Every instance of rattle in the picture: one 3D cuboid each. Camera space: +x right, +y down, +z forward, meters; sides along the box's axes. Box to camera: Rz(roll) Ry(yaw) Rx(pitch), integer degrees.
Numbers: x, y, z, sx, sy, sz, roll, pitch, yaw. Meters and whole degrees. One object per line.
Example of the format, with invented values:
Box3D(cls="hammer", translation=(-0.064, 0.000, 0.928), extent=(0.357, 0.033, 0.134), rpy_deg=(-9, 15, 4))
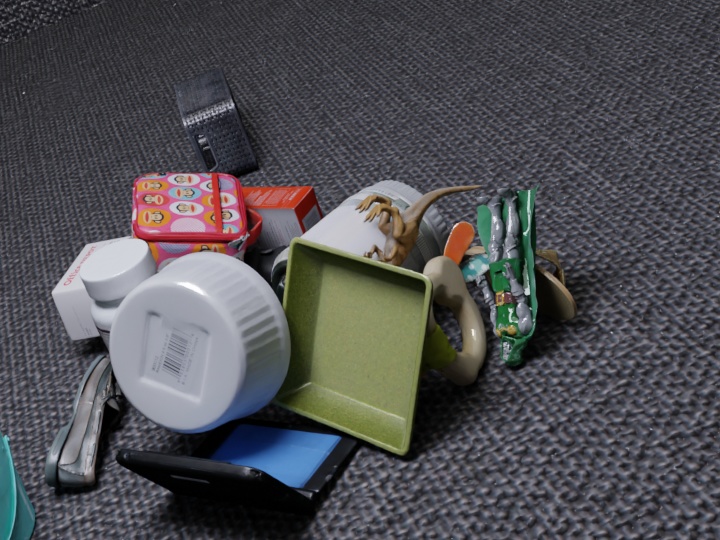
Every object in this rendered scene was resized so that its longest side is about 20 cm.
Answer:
Box3D(cls="rattle", translation=(0.077, 0.053, 1.412), extent=(0.143, 0.129, 0.201), rpy_deg=(-45, 33, 43))

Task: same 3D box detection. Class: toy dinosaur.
Box3D(cls="toy dinosaur", translation=(0.051, -0.052, 1.412), extent=(0.060, 0.106, 0.201), rpy_deg=(-6, 49, 56))

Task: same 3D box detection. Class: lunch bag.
Box3D(cls="lunch bag", translation=(-0.218, -0.062, 1.599), extent=(0.174, 0.083, 0.200), rpy_deg=(0, 29, -11))

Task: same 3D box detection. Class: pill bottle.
Box3D(cls="pill bottle", translation=(-0.271, 0.068, 1.495), extent=(0.109, 0.201, 0.110), rpy_deg=(-14, 30, 9))

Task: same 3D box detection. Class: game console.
Box3D(cls="game console", translation=(-0.133, 0.193, 1.305), extent=(0.198, 0.176, 0.117), rpy_deg=(1, 64, 32))

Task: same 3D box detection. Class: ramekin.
Box3D(cls="ramekin", translation=(-0.188, 0.087, 1.354), extent=(0.199, 0.202, 0.098), rpy_deg=(-5, 10, 24))

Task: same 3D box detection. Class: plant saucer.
Box3D(cls="plant saucer", translation=(-0.001, 0.078, 1.329), extent=(0.199, 0.202, 0.048), rpy_deg=(17, 16, 35))

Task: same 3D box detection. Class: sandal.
Box3D(cls="sandal", translation=(0.209, -0.005, 1.455), extent=(0.069, 0.078, 0.211), rpy_deg=(-36, 28, -21))

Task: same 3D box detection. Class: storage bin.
Box3D(cls="storage bin", translation=(-0.250, -0.252, 2.060), extent=(0.093, 0.136, 0.200), rpy_deg=(-21, 30, -1))

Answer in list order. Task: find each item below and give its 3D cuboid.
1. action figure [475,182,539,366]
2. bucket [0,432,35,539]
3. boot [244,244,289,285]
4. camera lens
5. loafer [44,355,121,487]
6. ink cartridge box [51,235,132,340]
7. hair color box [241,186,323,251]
Box3D(cls="action figure", translation=(0.170, 0.010, 1.374), extent=(0.054, 0.202, 0.118), rpy_deg=(1, -12, -27))
Box3D(cls="bucket", translation=(-0.479, 0.270, 1.358), extent=(0.205, 0.136, 0.208), rpy_deg=(-16, 30, 9))
Box3D(cls="boot", translation=(-0.117, 0.011, 1.601), extent=(0.198, 0.066, 0.165), rpy_deg=(1, 29, 11))
Box3D(cls="camera lens", translation=(0.000, 0.000, 1.484), extent=(0.159, 0.161, 0.200), rpy_deg=(14, 44, 43))
Box3D(cls="loafer", translation=(-0.327, 0.190, 1.480), extent=(0.062, 0.072, 0.201), rpy_deg=(8, 43, 7))
Box3D(cls="ink cartridge box", translation=(-0.310, 0.015, 1.669), extent=(0.198, 0.083, 0.147), rpy_deg=(-10, 28, 15))
Box3D(cls="hair color box", translation=(-0.147, -0.066, 1.736), extent=(0.198, 0.102, 0.061), rpy_deg=(2, 37, 32))
